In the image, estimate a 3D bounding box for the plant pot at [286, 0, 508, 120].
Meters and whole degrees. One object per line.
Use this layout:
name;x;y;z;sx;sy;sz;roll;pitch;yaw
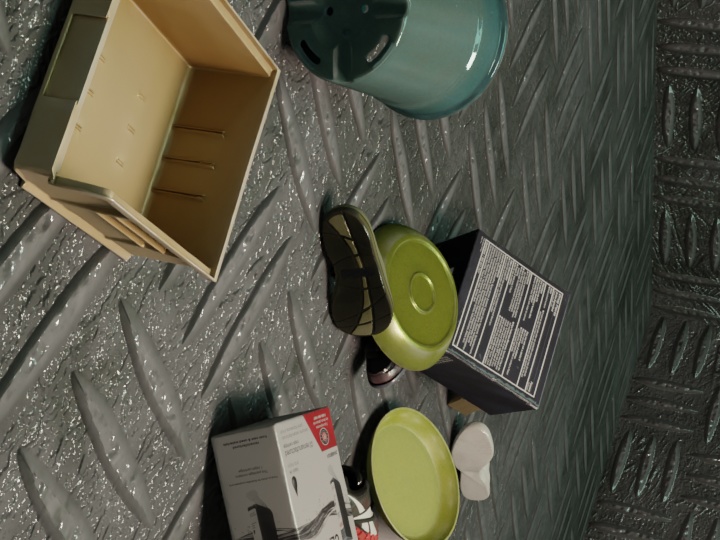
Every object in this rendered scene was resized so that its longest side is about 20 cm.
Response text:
plant pot;0.032;-0.270;1.297;0.195;0.198;0.203;-6;105;-60

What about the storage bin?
storage bin;-0.167;-0.124;0.970;0.199;0.093;0.202;47;56;-64

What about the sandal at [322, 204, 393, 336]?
sandal;0.001;-0.001;1.477;0.058;0.079;0.203;-74;162;-53

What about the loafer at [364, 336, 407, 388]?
loafer;0.042;0.073;1.638;0.063;0.071;0.201;60;35;-30

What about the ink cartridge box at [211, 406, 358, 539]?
ink cartridge box;-0.075;0.261;1.294;0.144;0.083;0.203;-4;82;-68

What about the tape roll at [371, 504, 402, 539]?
tape roll;0.067;0.416;1.826;0.202;0.070;0.205;10;90;-68

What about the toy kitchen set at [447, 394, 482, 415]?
toy kitchen set;0.181;0.112;1.980;0.200;0.179;0.164;-36;-154;61

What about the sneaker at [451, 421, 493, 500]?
sneaker;0.204;0.321;2.151;0.201;0.074;0.089;86;13;-45

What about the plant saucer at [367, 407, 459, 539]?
plant saucer;0.070;0.299;1.714;0.199;0.031;0.202;30;49;-42

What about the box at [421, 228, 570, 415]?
box;0.186;0.082;1.791;0.197;0.123;0.202;32;63;-23

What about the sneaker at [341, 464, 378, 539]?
sneaker;-0.015;0.310;1.570;0.200;0.070;0.099;41;63;-64

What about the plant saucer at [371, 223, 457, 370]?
plant saucer;0.073;0.032;1.606;0.199;0.031;0.203;19;65;-45
